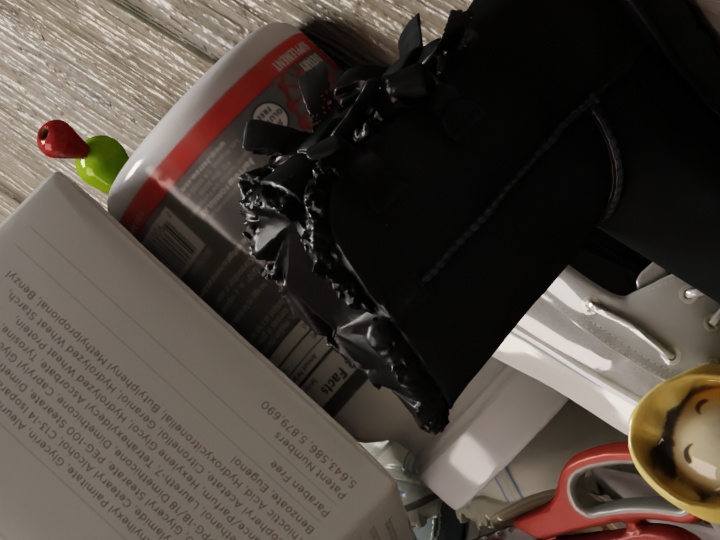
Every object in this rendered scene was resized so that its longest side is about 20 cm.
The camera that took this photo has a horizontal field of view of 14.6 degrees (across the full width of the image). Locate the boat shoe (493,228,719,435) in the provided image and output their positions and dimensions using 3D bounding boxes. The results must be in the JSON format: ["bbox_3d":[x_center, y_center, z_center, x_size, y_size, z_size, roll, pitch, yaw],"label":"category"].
[{"bbox_3d":[0.115,0.016,1.067,0.200,0.072,0.069,30,128,21],"label":"boat shoe"}]

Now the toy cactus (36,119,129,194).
[{"bbox_3d":[-0.067,0.001,1.394,0.200,0.102,0.165,36,-177,31],"label":"toy cactus"}]

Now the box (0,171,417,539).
[{"bbox_3d":[-0.091,0.088,1.205,0.200,0.131,0.199,42,173,12],"label":"box"}]

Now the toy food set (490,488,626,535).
[{"bbox_3d":[0.133,0.180,1.183,0.200,0.060,0.144,49,177,15],"label":"toy food set"}]

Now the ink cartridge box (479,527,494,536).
[{"bbox_3d":[0.081,0.191,1.404,0.068,0.200,0.115,-19,121,30],"label":"ink cartridge box"}]

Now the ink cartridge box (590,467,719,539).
[{"bbox_3d":[0.196,0.133,1.137,0.200,0.068,0.116,50,162,-20],"label":"ink cartridge box"}]

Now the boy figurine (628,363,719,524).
[{"bbox_3d":[0.182,0.067,0.958,0.200,0.124,0.064,17,-176,38],"label":"boy figurine"}]

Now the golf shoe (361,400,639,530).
[{"bbox_3d":[0.058,0.065,1.277,0.200,0.078,0.097,-7,97,47],"label":"golf shoe"}]

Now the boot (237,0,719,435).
[{"bbox_3d":[0.065,-0.012,0.950,0.198,0.162,0.073,51,161,-19],"label":"boot"}]

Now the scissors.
[{"bbox_3d":[0.064,0.103,1.125,0.200,0.014,0.073,-4,114,45],"label":"scissors"}]

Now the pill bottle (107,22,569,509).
[{"bbox_3d":[0.000,0.000,1.188,0.200,0.116,0.116,43,162,2],"label":"pill bottle"}]

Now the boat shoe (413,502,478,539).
[{"bbox_3d":[-0.004,0.106,1.426,0.062,0.073,0.200,33,-172,-30],"label":"boat shoe"}]
